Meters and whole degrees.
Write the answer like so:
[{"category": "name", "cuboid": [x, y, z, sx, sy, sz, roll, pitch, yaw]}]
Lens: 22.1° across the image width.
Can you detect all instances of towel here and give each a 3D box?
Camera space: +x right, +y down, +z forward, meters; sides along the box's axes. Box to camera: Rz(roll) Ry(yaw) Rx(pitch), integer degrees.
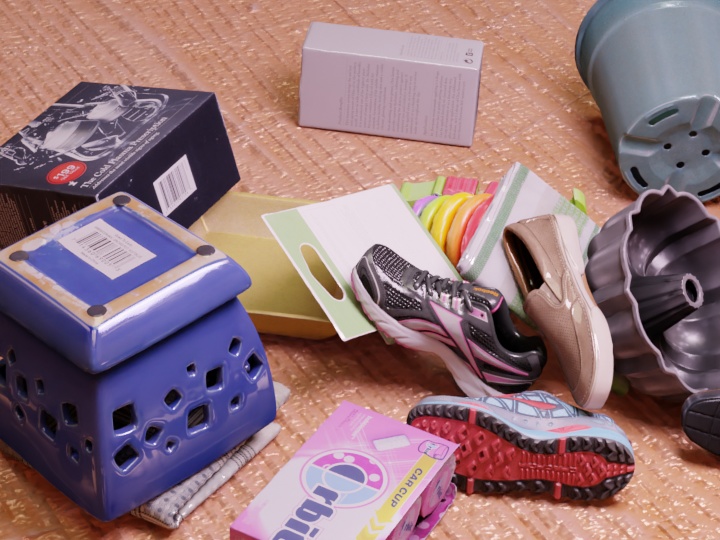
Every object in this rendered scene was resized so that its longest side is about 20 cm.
[{"category": "towel", "cuboid": [0.190, 0.009, 1.731, 0.200, 0.031, 0.150, 38, 53, -11]}, {"category": "towel", "cuboid": [-0.184, 0.137, 1.622, 0.191, 0.035, 0.200, 19, 40, 25]}]

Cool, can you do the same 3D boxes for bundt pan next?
[{"category": "bundt pan", "cuboid": [0.276, 0.029, 1.696, 0.075, 0.203, 0.202, -22, 15, 41]}]

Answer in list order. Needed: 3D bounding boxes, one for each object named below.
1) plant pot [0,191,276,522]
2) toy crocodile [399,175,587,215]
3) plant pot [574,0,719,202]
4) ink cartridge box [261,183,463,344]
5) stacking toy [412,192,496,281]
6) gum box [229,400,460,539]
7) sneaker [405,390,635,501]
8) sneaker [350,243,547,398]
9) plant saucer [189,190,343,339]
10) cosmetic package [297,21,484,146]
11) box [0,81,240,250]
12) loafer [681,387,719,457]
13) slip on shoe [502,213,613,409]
[{"category": "plant pot", "cuboid": [-0.204, 0.057, 1.550, 0.199, 0.181, 0.199, -30, 45, -34]}, {"category": "toy crocodile", "cuboid": [0.135, -0.065, 1.902, 0.198, 0.062, 0.068, 12, 36, 12]}, {"category": "plant pot", "cuboid": [0.339, -0.188, 1.998, 0.198, 0.201, 0.197, 2, 42, -2]}, {"category": "ink cartridge box", "cuboid": [0.000, 0.000, 1.722, 0.199, 0.048, 0.146, -17, 67, -47]}, {"category": "stacking toy", "cuboid": [0.082, -0.037, 1.841, 0.199, 0.110, 0.116, 14, 44, 35]}, {"category": "gum box", "cuboid": [-0.008, 0.196, 1.514, 0.113, 0.067, 0.200, 19, 38, 22]}, {"category": "sneaker", "cuboid": [0.137, 0.147, 1.608, 0.198, 0.080, 0.096, 12, 22, 1]}, {"category": "sneaker", "cuboid": [0.088, 0.036, 1.660, 0.199, 0.086, 0.081, 37, 36, -8]}, {"category": "plant saucer", "cuboid": [-0.094, 0.000, 1.801, 0.198, 0.049, 0.201, 6, 35, 5]}, {"category": "cosmetic package", "cuboid": [0.034, -0.209, 2.064, 0.198, 0.102, 0.071, 8, 34, 5]}, {"category": "box", "cuboid": [-0.254, -0.090, 1.816, 0.181, 0.105, 0.200, 7, 37, 33]}, {"category": "loafer", "cuboid": [0.376, 0.131, 1.646, 0.198, 0.073, 0.072, 8, 25, -11]}, {"category": "slip on shoe", "cuboid": [0.173, 0.035, 1.634, 0.060, 0.076, 0.201, 1, 56, -16]}]
